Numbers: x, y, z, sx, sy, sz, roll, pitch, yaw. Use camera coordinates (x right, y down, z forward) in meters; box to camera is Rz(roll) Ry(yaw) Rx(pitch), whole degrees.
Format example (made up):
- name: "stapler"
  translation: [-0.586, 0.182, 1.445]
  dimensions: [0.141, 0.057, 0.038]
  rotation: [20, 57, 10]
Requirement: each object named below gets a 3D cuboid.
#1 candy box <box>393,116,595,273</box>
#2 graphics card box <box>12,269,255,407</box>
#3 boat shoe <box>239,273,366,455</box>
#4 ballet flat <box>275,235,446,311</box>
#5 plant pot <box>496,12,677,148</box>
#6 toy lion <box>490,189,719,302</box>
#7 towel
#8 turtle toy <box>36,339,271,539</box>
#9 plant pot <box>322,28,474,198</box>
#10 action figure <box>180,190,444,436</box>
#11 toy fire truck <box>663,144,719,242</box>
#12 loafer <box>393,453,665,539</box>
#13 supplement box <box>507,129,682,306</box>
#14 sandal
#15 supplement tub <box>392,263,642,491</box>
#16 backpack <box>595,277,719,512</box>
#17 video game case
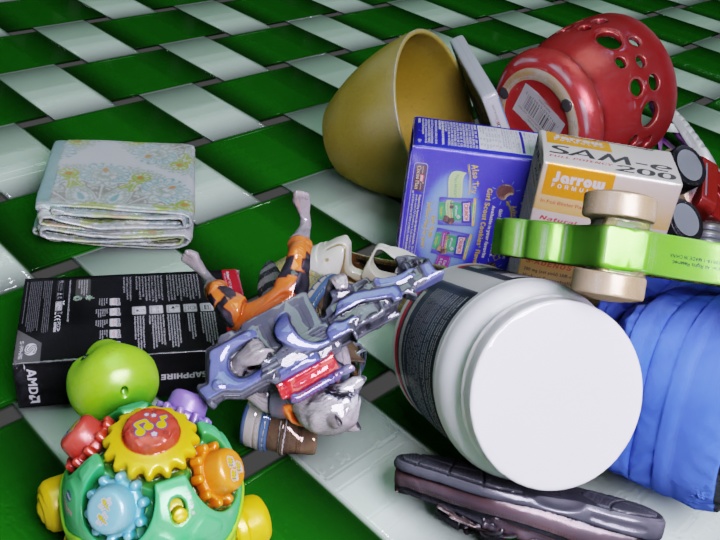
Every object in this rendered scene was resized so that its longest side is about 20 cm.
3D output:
- name: "candy box"
  translation: [0.139, -0.057, 0.889]
  dimensions: [0.195, 0.172, 0.078]
  rotation: [8, 35, 1]
- name: "graphics card box"
  translation: [-0.197, 0.055, 0.761]
  dimensions: [0.195, 0.052, 0.126]
  rotation: [-2, 34, -16]
- name: "boat shoe"
  translation: [-0.034, 0.083, 0.742]
  dimensions: [0.071, 0.073, 0.202]
  rotation: [18, 44, 9]
- name: "ballet flat"
  translation: [0.000, 0.000, 0.870]
  dimensions: [0.195, 0.072, 0.071]
  rotation: [13, 33, 10]
- name: "plant pot"
  translation: [0.290, -0.223, 1.157]
  dimensions: [0.180, 0.204, 0.200]
  rotation: [-26, 44, -29]
- name: "toy lion"
  translation: [0.199, -0.011, 0.622]
  dimensions: [0.195, 0.070, 0.192]
  rotation: [8, 1, -6]
- name: "towel"
  translation: [-0.272, -0.091, 0.977]
  dimensions: [0.167, 0.049, 0.201]
  rotation: [3, 33, -13]
- name: "turtle toy"
  translation: [-0.153, 0.131, 0.604]
  dimensions: [0.143, 0.103, 0.200]
  rotation: [-13, 38, -29]
- name: "plant pot"
  translation: [0.036, -0.177, 1.061]
  dimensions: [0.140, 0.204, 0.200]
  rotation: [-7, 22, 34]
- name: "action figure"
  translation: [-0.035, 0.036, 0.667]
  dimensions: [0.196, 0.105, 0.196]
  rotation: [-20, 59, -7]
- name: "toy fire truck"
  translation: [0.379, -0.019, 0.909]
  dimensions: [0.197, 0.128, 0.179]
  rotation: [23, 63, -18]
- name: "loafer"
  translation: [0.115, 0.182, 0.620]
  dimensions: [0.195, 0.065, 0.072]
  rotation: [11, 0, 11]
- name: "supplement box"
  translation: [0.208, -0.017, 0.811]
  dimensions: [0.123, 0.204, 0.074]
  rotation: [9, 32, 4]
- name: "sandal"
  translation: [0.462, -0.198, 1.277]
  dimensions: [0.049, 0.083, 0.204]
  rotation: [-34, 33, 15]
- name: "supplement tub"
  translation: [0.108, 0.072, 0.650]
  dimensions: [0.137, 0.144, 0.200]
  rotation: [0, 5, -11]
- name: "backpack"
  translation: [0.257, 0.089, 0.688]
  dimensions: [0.165, 0.166, 0.199]
  rotation: [12, 21, 32]
- name: "video game case"
  translation: [0.168, -0.179, 1.085]
  dimensions: [0.022, 0.184, 0.202]
  rotation: [-22, 33, 8]
